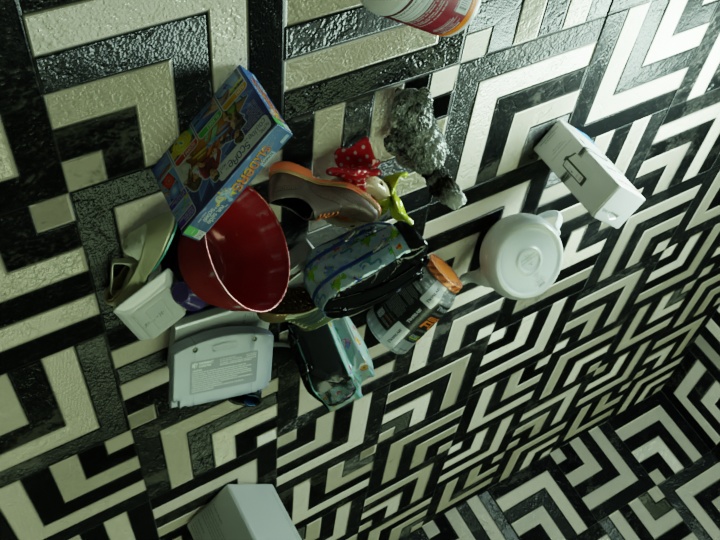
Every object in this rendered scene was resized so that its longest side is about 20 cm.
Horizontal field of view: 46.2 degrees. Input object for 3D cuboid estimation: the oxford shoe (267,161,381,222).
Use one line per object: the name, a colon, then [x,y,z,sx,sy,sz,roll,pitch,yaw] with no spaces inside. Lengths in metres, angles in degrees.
oxford shoe: [-0.059,-0.104,1.344,0.196,0.074,0.071,17,151,-20]

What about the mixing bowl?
mixing bowl: [-0.208,-0.022,1.296,0.107,0.205,0.199,-17,160,30]

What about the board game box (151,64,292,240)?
board game box: [-0.192,-0.159,1.144,0.200,0.136,0.034,-45,144,16]

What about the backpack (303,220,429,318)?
backpack: [0.000,0.000,1.435,0.199,0.154,0.164,-41,168,-15]

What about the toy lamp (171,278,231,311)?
toy lamp: [-0.250,0.040,1.391,0.058,0.059,0.200,-40,167,8]

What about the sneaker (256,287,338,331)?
sneaker: [-0.101,0.076,1.493,0.197,0.067,0.091,-15,139,-36]

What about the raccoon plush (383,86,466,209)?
raccoon plush: [0.118,-0.207,1.350,0.097,0.199,0.134,-47,173,-12]

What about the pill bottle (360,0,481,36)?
pill bottle: [0.064,-0.387,1.116,0.198,0.114,0.114,2,133,-46]

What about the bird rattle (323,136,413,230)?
bird rattle: [-0.002,-0.124,1.432,0.162,0.115,0.198,-32,151,28]

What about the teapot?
teapot: [0.340,-0.042,1.850,0.196,0.146,0.202,7,103,-19]

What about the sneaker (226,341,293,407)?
sneaker: [-0.202,0.214,1.673,0.197,0.113,0.074,-9,142,-38]

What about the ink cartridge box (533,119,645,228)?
ink cartridge box: [0.462,-0.193,1.700,0.085,0.201,0.145,-48,148,22]

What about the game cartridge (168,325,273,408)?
game cartridge: [-0.253,0.170,1.535,0.196,0.041,0.136,-8,113,-32]

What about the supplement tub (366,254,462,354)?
supplement tub: [0.115,0.069,1.787,0.200,0.123,0.122,-47,148,19]

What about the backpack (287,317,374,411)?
backpack: [-0.057,0.187,1.723,0.151,0.178,0.201,-24,152,-10]

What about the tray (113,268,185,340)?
tray: [-0.328,0.064,1.360,0.107,0.022,0.200,-38,167,-12]

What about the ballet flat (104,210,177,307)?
ballet flat: [-0.338,-0.016,1.274,0.069,0.070,0.201,-2,137,-43]

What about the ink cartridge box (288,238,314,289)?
ink cartridge box: [-0.108,0.020,1.546,0.115,0.067,0.200,-36,150,1]

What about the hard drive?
hard drive: [-0.258,0.112,1.560,0.197,0.026,0.133,-17,144,-31]

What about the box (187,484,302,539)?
box: [-0.287,0.670,2.129,0.171,0.200,0.199,-44,150,15]
